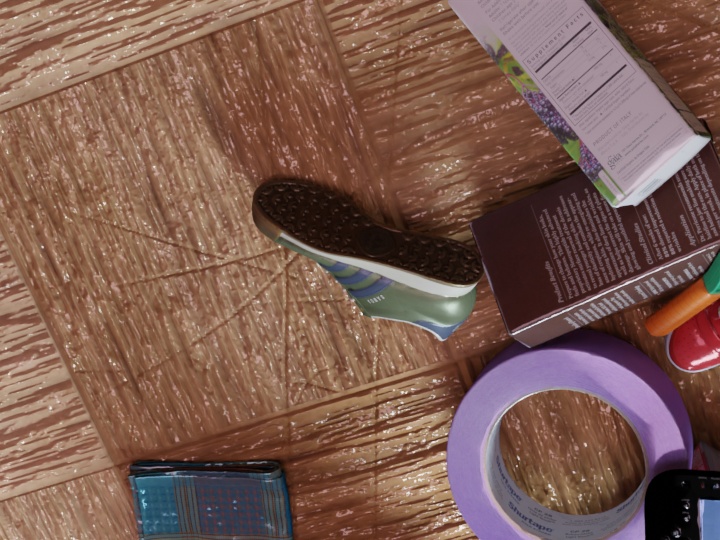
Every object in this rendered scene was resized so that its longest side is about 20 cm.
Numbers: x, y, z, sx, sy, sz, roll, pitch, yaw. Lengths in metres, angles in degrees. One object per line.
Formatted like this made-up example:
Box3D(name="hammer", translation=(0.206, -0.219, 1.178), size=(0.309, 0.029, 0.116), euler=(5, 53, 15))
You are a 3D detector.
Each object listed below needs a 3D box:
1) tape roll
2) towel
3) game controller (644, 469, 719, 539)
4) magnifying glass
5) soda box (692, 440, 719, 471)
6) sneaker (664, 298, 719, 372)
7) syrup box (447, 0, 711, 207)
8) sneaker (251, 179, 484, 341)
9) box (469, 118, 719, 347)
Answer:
Box3D(name="tape roll", translation=(0.174, 0.153, 1.205), size=(0.198, 0.066, 0.202), euler=(4, 105, 16))
Box3D(name="towel", translation=(-0.131, 0.267, 1.332), size=(0.145, 0.022, 0.202), euler=(-2, 112, 7))
Box3D(name="game controller", translation=(0.317, 0.206, 1.109), size=(0.198, 0.042, 0.105), euler=(1, 110, 24))
Box3D(name="magnifying glass", translation=(0.283, 0.000, 1.104), size=(0.079, 0.023, 0.200), euler=(-7, 155, -30))
Box3D(name="soda box", translation=(0.272, 0.252, 1.260), size=(0.070, 0.064, 0.201), euler=(29, 113, -6))
Box3D(name="sneaker", translation=(0.328, 0.031, 1.136), size=(0.200, 0.113, 0.071), euler=(-38, 105, 19))
Box3D(name="syrup box", translation=(0.160, -0.148, 1.061), size=(0.081, 0.079, 0.200), euler=(-42, 78, 19))
Box3D(name="sneaker", translation=(0.000, 0.000, 1.183), size=(0.199, 0.067, 0.090), euler=(20, 138, 12))
Box3D(name="box", translation=(0.196, -0.026, 1.128), size=(0.199, 0.075, 0.101), euler=(-23, 70, 14))
